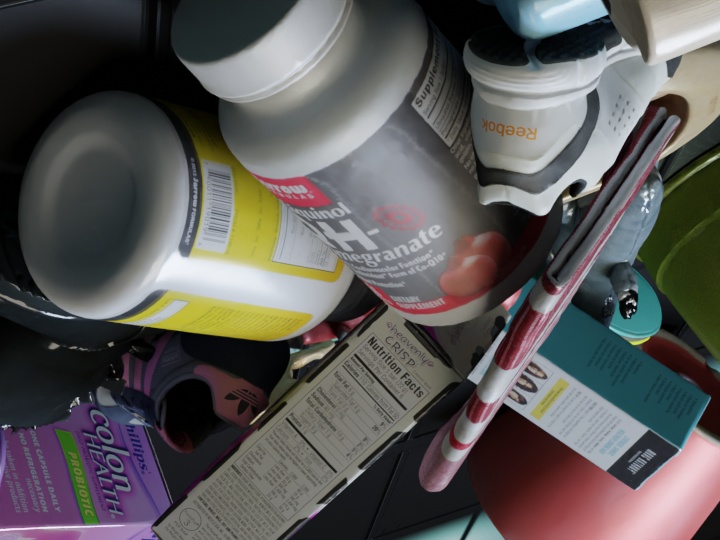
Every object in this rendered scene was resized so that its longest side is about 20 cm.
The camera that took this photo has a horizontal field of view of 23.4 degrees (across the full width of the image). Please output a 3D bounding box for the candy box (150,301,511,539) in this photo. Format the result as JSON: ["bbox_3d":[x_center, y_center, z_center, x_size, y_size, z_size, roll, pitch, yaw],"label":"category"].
[{"bbox_3d":[-0.015,0.084,0.988,0.200,0.061,0.136,-43,179,19],"label":"candy box"}]

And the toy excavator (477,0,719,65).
[{"bbox_3d":[0.092,-0.138,0.701,0.100,0.200,0.194,-22,156,-3],"label":"toy excavator"}]

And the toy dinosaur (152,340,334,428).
[{"bbox_3d":[-0.055,0.083,1.154,0.200,0.058,0.101,-18,-175,38],"label":"toy dinosaur"}]

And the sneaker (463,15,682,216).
[{"bbox_3d":[0.099,-0.081,0.822,0.200,0.074,0.080,-28,126,-57],"label":"sneaker"}]

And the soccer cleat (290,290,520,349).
[{"bbox_3d":[0.000,0.000,1.073,0.200,0.085,0.069,-2,121,-3],"label":"soccer cleat"}]

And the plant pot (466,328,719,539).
[{"bbox_3d":[0.220,0.153,1.454,0.200,0.200,0.177,9,130,-50],"label":"plant pot"}]

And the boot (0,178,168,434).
[{"bbox_3d":[-0.189,0.027,0.960,0.162,0.073,0.198,-31,154,31],"label":"boot"}]

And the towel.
[{"bbox_3d":[0.093,0.017,0.895,0.144,0.023,0.200,-52,171,-37],"label":"towel"}]

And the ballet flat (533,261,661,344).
[{"bbox_3d":[0.143,0.015,1.249,0.067,0.067,0.200,-13,162,34],"label":"ballet flat"}]

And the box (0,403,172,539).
[{"bbox_3d":[-0.259,0.169,1.149,0.176,0.097,0.200,-39,152,31],"label":"box"}]

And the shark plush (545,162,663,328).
[{"bbox_3d":[0.151,-0.002,1.124,0.091,0.083,0.200,-6,131,-26],"label":"shark plush"}]

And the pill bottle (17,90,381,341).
[{"bbox_3d":[-0.070,-0.022,0.905,0.112,0.112,0.200,-37,153,28],"label":"pill bottle"}]

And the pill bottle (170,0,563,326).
[{"bbox_3d":[0.003,-0.069,0.824,0.111,0.111,0.200,-31,131,17],"label":"pill bottle"}]

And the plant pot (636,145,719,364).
[{"bbox_3d":[0.322,0.019,1.241,0.200,0.193,0.200,-19,156,-9],"label":"plant pot"}]

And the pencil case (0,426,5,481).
[{"bbox_3d":[-0.289,0.096,0.935,0.200,0.085,0.084,17,102,-31],"label":"pencil case"}]

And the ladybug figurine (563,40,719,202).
[{"bbox_3d":[0.111,-0.092,0.971,0.200,0.072,0.136,-21,155,-6],"label":"ladybug figurine"}]

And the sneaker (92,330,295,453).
[{"bbox_3d":[-0.116,0.075,1.050,0.070,0.082,0.200,31,147,-22],"label":"sneaker"}]

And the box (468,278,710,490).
[{"bbox_3d":[0.123,0.059,1.148,0.049,0.200,0.082,-54,176,-29],"label":"box"}]
